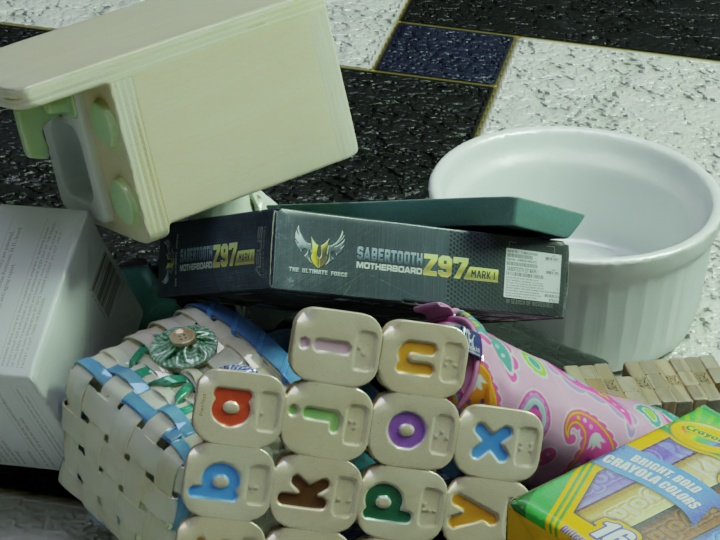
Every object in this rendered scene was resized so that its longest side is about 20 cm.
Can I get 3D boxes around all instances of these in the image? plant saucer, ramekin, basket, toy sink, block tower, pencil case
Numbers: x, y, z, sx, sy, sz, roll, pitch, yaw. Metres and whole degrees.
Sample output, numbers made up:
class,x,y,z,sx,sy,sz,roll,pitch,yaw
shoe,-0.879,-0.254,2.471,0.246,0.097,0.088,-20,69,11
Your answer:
class,x,y,z,sx,sy,sz,roll,pitch,yaw
plant saucer,0.037,-0.029,1.554,0.200,0.019,0.070,-2,-9,42
ramekin,0.144,-0.013,1.754,0.200,0.098,0.201,2,30,-1
basket,-0.059,0.099,1.494,0.200,0.139,0.176,-9,33,-39
toy sink,-0.124,-0.090,1.521,0.200,0.112,0.130,-21,19,-25
block tower,0.228,0.087,1.626,0.200,0.054,0.058,-3,30,-12
pencil case,0.104,0.088,1.497,0.200,0.088,0.087,27,14,-34

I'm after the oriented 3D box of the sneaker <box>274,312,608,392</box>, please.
class,x,y,z,sx,sy,sz,roll,pitch,yaw
sneaker,0.051,0.059,1.664,0.199,0.060,0.104,19,32,20

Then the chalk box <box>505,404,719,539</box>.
class,x,y,z,sx,sy,sz,roll,pitch,yaw
chalk box,0.190,0.167,1.411,0.200,0.125,0.124,-22,37,-34

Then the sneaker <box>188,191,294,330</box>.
class,x,y,z,sx,sy,sz,roll,pitch,yaw
sneaker,-0.048,-0.016,1.658,0.084,0.200,0.073,2,71,18

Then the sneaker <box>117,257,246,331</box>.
class,x,y,z,sx,sy,sz,roll,pitch,yaw
sneaker,-0.162,0.031,1.646,0.200,0.071,0.080,12,58,24

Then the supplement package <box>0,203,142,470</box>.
class,x,y,z,sx,sy,sz,roll,pitch,yaw
supplement package,-0.253,0.035,1.549,0.200,0.121,0.120,5,60,17

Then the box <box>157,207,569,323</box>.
class,x,y,z,sx,sy,sz,roll,pitch,yaw
box,0.000,0.000,1.533,0.200,0.051,0.158,7,-7,-27

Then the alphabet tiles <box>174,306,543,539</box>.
class,x,y,z,sx,sy,sz,roll,pitch,yaw
alphabet tiles,-0.001,0.123,1.399,0.195,0.200,0.015,7,3,-14

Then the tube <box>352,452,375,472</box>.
class,x,y,z,sx,sy,sz,roll,pitch,yaw
tube,-0.065,0.086,1.620,0.077,0.050,0.200,-29,41,-10
